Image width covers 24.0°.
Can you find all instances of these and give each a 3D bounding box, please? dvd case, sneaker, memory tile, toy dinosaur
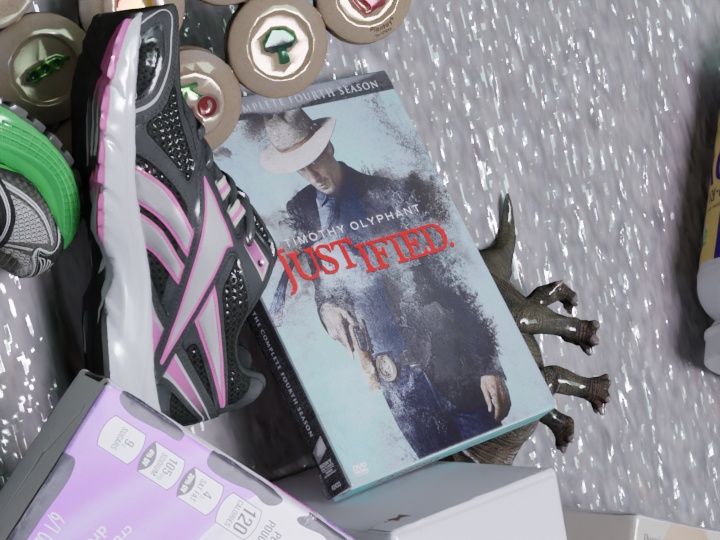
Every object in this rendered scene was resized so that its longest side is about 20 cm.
[{"bbox_3d":[0.000,0.000,0.832,0.145,0.022,0.201,-15,72,-40],"label":"dvd case"},{"bbox_3d":[-0.180,-0.039,0.665,0.086,0.077,0.200,-67,154,-12],"label":"sneaker"},{"bbox_3d":[-0.082,-0.132,0.767,0.199,0.017,0.154,-34,111,-10],"label":"memory tile"},{"bbox_3d":[0.073,0.041,0.903,0.101,0.077,0.202,8,71,-17],"label":"toy dinosaur"},{"bbox_3d":[-0.080,-0.023,0.747,0.085,0.080,0.202,-6,117,-17],"label":"sneaker"}]

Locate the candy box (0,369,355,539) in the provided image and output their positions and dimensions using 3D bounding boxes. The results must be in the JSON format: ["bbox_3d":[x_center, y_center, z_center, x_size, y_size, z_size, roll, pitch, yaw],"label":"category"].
[{"bbox_3d":[-0.065,0.162,0.642,0.199,0.071,0.169,35,80,-16],"label":"candy box"}]

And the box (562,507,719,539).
[{"bbox_3d":[0.145,0.240,0.957,0.094,0.077,0.202,14,78,-39],"label":"box"}]

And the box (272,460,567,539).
[{"bbox_3d":[0.021,0.200,0.802,0.106,0.152,0.202,-13,96,-39],"label":"box"}]

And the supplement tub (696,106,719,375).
[{"bbox_3d":[0.287,-0.032,1.053,0.145,0.145,0.202,20,74,-38],"label":"supplement tub"}]
